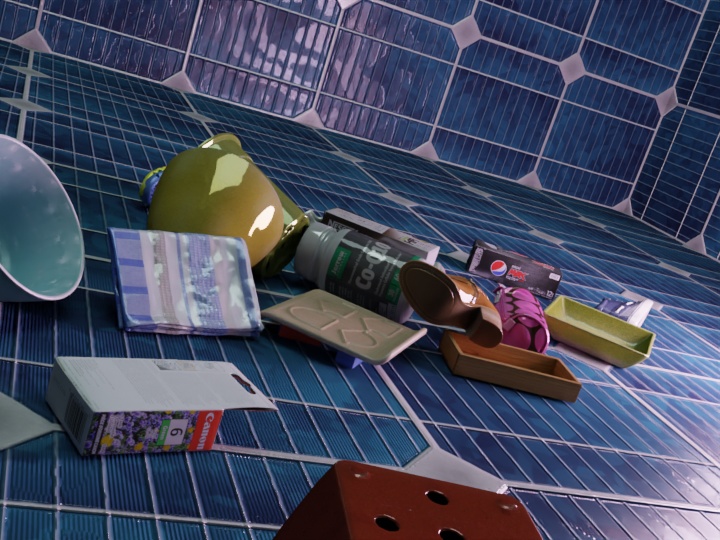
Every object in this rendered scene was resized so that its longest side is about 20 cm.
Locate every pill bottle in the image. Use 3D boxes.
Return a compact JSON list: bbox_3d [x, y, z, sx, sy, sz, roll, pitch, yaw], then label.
[{"bbox_3d":[0.000,0.000,1.480,0.199,0.114,0.113,22,15,14],"label":"pill bottle"}]

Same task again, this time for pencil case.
[{"bbox_3d":[0.266,0.086,1.545,0.094,0.091,0.200,53,10,-8],"label":"pencil case"}]

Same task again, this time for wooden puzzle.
[{"bbox_3d":[-0.025,0.087,1.285,0.199,0.046,0.185,18,14,17],"label":"wooden puzzle"}]

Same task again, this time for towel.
[{"bbox_3d":[-0.222,0.014,1.173,0.199,0.024,0.147,5,62,-37],"label":"towel"}]

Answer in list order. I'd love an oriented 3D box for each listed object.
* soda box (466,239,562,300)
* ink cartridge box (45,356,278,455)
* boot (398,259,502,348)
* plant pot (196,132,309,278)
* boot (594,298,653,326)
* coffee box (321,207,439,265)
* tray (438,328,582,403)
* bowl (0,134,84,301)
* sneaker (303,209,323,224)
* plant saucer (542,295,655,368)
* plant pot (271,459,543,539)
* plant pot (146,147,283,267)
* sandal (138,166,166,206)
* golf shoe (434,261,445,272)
[{"bbox_3d":[0.333,-0.002,1.983,0.199,0.064,0.071,19,15,2],"label":"soda box"},{"bbox_3d":[-0.194,0.132,0.902,0.199,0.051,0.109,7,18,-40],"label":"ink cartridge box"},{"bbox_3d":[0.131,0.032,1.415,0.200,0.074,0.155,40,15,-17],"label":"boot"},{"bbox_3d":[-0.191,-0.087,1.478,0.190,0.200,0.200,36,19,14],"label":"plant pot"},{"bbox_3d":[0.550,0.083,1.915,0.090,0.073,0.200,30,19,20],"label":"boot"},{"bbox_3d":[0.021,-0.022,1.584,0.199,0.113,0.080,23,15,14],"label":"coffee box"},{"bbox_3d":[0.224,0.145,1.382,0.199,0.037,0.099,16,15,-13],"label":"tray"},{"bbox_3d":[-0.422,-0.045,1.050,0.105,0.202,0.201,-20,7,15],"label":"bowl"},{"bbox_3d":[-0.025,-0.061,1.684,0.199,0.081,0.070,10,14,4],"label":"sneaker"},{"bbox_3d":[0.442,0.120,1.708,0.199,0.048,0.200,23,15,17],"label":"plant saucer"},{"bbox_3d":[0.028,0.234,0.557,0.199,0.177,0.200,15,15,-13],"label":"plant pot"},{"bbox_3d":[-0.229,-0.056,1.314,0.199,0.201,0.142,20,42,7],"label":"plant pot"},{"bbox_3d":[-0.315,-0.139,1.678,0.087,0.080,0.200,34,22,35],"label":"sandal"},{"bbox_3d":[0.089,-0.011,1.710,0.091,0.076,0.200,9,16,-22],"label":"golf shoe"}]
